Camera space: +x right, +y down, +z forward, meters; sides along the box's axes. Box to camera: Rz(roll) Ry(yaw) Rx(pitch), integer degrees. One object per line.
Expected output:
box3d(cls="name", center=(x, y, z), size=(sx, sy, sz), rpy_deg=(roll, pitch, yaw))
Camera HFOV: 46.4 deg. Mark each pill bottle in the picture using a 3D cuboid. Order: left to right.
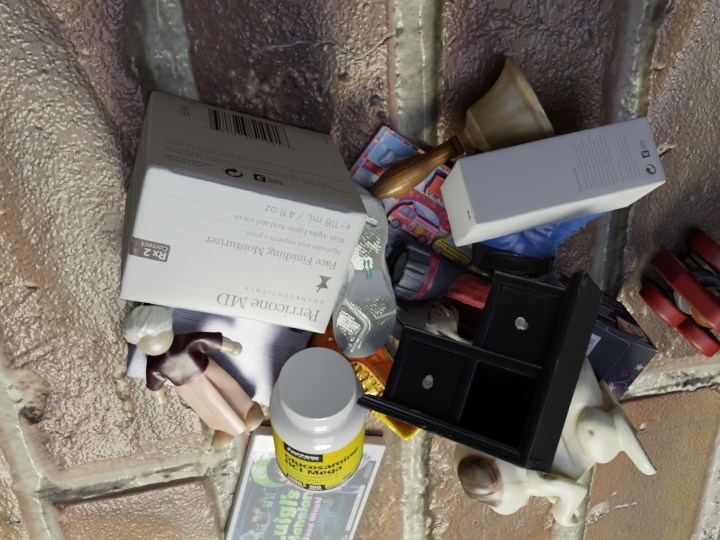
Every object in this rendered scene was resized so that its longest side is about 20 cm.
box3d(cls="pill bottle", center=(-0.049, 0.173, 0.974), size=(0.111, 0.113, 0.201), rpy_deg=(-9, 148, -8))

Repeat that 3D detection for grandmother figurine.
box3d(cls="grandmother figurine", center=(-0.184, 0.110, 0.922), size=(0.121, 0.061, 0.200), rpy_deg=(-37, 124, 0))

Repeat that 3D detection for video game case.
box3d(cls="video game case", center=(-0.077, 0.300, 1.136), size=(0.180, 0.023, 0.202), rpy_deg=(9, 118, -17))

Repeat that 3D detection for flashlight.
box3d(cls="flashlight", center=(0.123, 0.026, 0.973), size=(0.198, 0.068, 0.068), rpy_deg=(21, 81, -20))

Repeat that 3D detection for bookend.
box3d(cls="bookend", center=(0.128, 0.084, 0.891), size=(0.092, 0.197, 0.202), rpy_deg=(30, 78, -58))

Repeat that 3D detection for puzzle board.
box3d(cls="puzzle board", center=(0.060, -0.055, 0.962), size=(0.199, 0.017, 0.151), rpy_deg=(29, 110, -26))

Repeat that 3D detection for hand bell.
box3d(cls="hand bell", center=(0.096, -0.127, 0.886), size=(0.199, 0.105, 0.104), rpy_deg=(-30, 122, 12))

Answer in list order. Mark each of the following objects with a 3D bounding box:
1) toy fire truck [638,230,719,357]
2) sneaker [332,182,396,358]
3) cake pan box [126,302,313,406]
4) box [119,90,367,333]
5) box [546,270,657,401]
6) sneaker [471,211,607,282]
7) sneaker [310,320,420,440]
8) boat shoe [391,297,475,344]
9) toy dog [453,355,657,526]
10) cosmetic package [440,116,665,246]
box3d(cls="toy fire truck", center=(0.448, 0.057, 1.029), size=(0.199, 0.168, 0.112), rpy_deg=(34, 108, -28))
box3d(cls="sneaker", center=(0.000, 0.000, 0.920), size=(0.070, 0.080, 0.203), rpy_deg=(-4, 115, -9))
box3d(cls="cake pan box", center=(-0.153, 0.056, 0.959), size=(0.198, 0.052, 0.186), rpy_deg=(15, 114, -21))
box3d(cls="box", center=(-0.120, -0.060, 0.808), size=(0.197, 0.201, 0.132), rpy_deg=(11, 117, -19))
box3d(cls="box", center=(0.242, 0.122, 1.051), size=(0.131, 0.115, 0.201), rpy_deg=(23, 112, -21))
box3d(cls="sneaker", center=(0.217, -0.046, 0.954), size=(0.197, 0.077, 0.113), rpy_deg=(-10, 108, -12))
box3d(cls="sneaker", center=(0.017, 0.132, 1.028), size=(0.073, 0.077, 0.200), rpy_deg=(-40, 119, 14))
box3d(cls="boat shoe", center=(0.090, 0.067, 1.009), size=(0.199, 0.072, 0.066), rpy_deg=(35, 103, -26))
box3d(cls="toy dog", center=(0.198, 0.195, 0.942), size=(0.199, 0.140, 0.195), rpy_deg=(-34, 104, 11))
box3d(cls="cosmetic package", center=(0.191, -0.088, 0.855), size=(0.198, 0.101, 0.072), rpy_deg=(-14, 81, -8))
